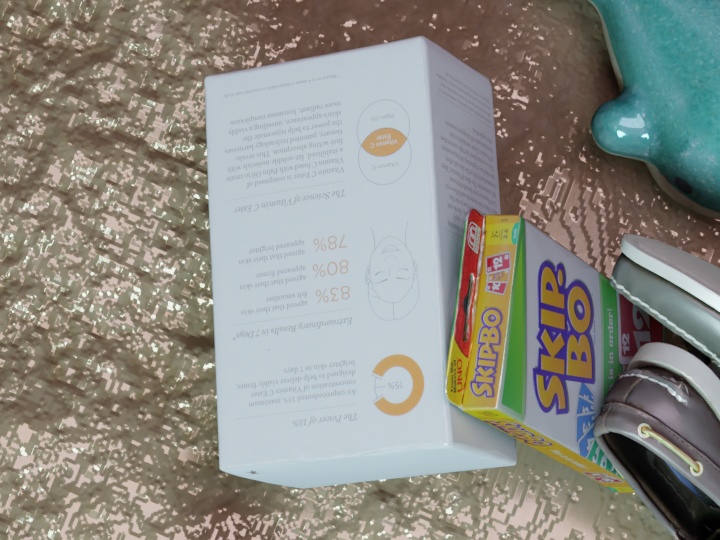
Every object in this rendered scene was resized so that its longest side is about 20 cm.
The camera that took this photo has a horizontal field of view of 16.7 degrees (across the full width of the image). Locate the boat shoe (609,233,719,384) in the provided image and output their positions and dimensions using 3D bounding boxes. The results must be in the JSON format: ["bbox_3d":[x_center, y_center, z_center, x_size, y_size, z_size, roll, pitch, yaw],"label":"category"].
[{"bbox_3d":[0.207,0.052,1.239,0.201,0.072,0.061,31,107,-7],"label":"boat shoe"}]

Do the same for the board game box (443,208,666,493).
[{"bbox_3d":[0.100,0.043,1.217,0.030,0.200,0.096,-2,72,33],"label":"board game box"}]

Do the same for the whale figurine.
[{"bbox_3d":[0.185,-0.122,1.302,0.159,0.104,0.200,-39,86,-15],"label":"whale figurine"}]

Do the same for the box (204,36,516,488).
[{"bbox_3d":[0.000,0.000,1.221,0.123,0.097,0.202,-8,77,23],"label":"box"}]

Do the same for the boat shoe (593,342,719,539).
[{"bbox_3d":[0.187,0.129,1.241,0.060,0.072,0.201,-47,112,-29],"label":"boat shoe"}]
